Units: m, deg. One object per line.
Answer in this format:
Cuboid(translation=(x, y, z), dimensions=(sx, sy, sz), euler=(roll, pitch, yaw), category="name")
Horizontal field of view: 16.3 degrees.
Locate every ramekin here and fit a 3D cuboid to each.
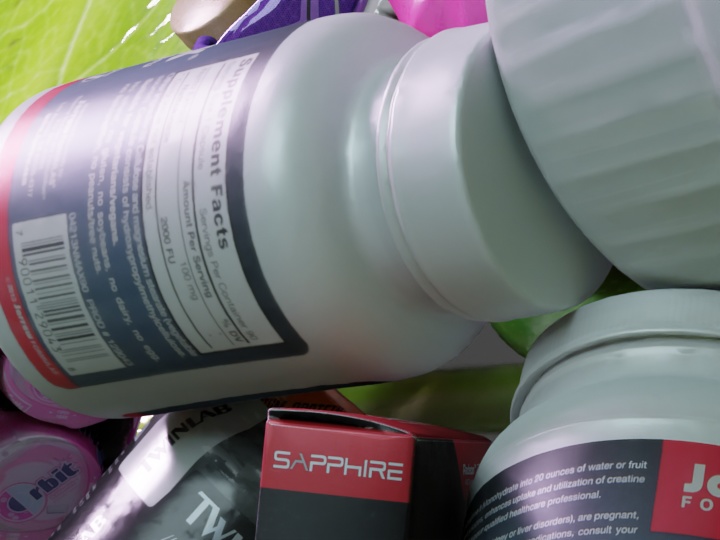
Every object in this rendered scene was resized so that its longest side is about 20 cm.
Cuboid(translation=(0.127, -0.082, 0.769), dimensions=(0.098, 0.200, 0.201), euler=(-17, 46, 41), category="ramekin")

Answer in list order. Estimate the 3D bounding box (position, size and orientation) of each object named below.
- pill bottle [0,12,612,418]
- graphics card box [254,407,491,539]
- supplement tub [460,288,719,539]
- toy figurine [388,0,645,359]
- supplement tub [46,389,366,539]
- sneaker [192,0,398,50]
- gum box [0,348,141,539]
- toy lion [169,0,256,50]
Cuboid(translation=(-0.020, -0.019, 0.818), dimensions=(0.200, 0.120, 0.120), euler=(-9, 51, 38), category="pill bottle")
Cuboid(translation=(-0.001, 0.144, 0.762), dimensions=(0.051, 0.125, 0.201), euler=(6, 86, 13), category="graphics card box")
Cuboid(translation=(0.092, 0.121, 0.732), dimensions=(0.140, 0.140, 0.200), euler=(-17, 46, 38), category="supplement tub")
Cuboid(translation=(0.083, -0.095, 0.887), dimensions=(0.150, 0.184, 0.200), euler=(-1, 50, 33), category="toy figurine")
Cuboid(translation=(-0.062, 0.130, 0.907), dimensions=(0.200, 0.122, 0.122), euler=(-50, 35, 0), category="supplement tub")
Cuboid(translation=(-0.035, -0.048, 0.961), dimensions=(0.083, 0.081, 0.201), euler=(23, 96, 12), category="sneaker")
Cuboid(translation=(-0.137, 0.061, 1.018), dimensions=(0.114, 0.066, 0.200), euler=(-108, 30, -52), category="gum box")
Cuboid(translation=(0.032, -0.158, 1.137), dimensions=(0.200, 0.069, 0.192), euler=(5, 55, 50), category="toy lion")
